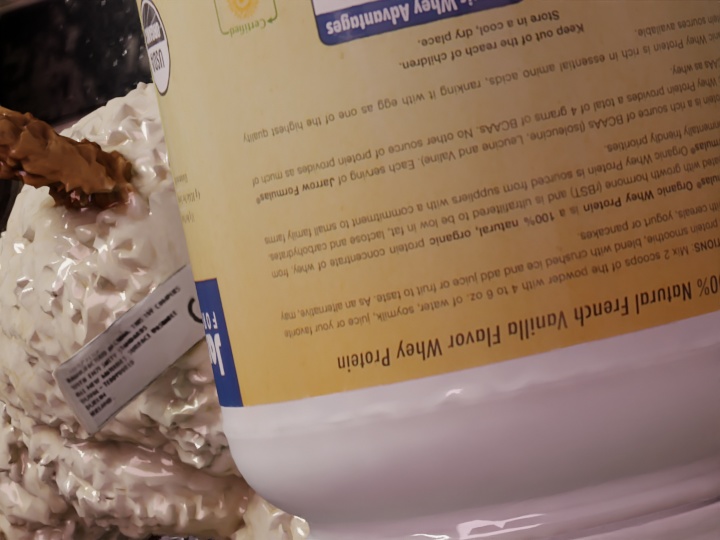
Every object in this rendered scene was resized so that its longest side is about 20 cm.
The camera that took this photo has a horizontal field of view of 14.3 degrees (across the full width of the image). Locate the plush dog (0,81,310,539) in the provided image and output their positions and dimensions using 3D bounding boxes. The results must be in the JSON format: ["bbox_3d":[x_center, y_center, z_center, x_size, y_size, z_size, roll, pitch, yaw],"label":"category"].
[{"bbox_3d":[-0.063,0.023,0.805,0.172,0.160,0.201,134,145,-52],"label":"plush dog"}]

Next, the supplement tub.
[{"bbox_3d":[0.029,-0.024,0.659,0.144,0.144,0.201,-11,91,31],"label":"supplement tub"}]

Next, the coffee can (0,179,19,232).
[{"bbox_3d":[-0.211,-0.100,1.035,0.146,0.146,0.201,-32,52,19],"label":"coffee can"}]
